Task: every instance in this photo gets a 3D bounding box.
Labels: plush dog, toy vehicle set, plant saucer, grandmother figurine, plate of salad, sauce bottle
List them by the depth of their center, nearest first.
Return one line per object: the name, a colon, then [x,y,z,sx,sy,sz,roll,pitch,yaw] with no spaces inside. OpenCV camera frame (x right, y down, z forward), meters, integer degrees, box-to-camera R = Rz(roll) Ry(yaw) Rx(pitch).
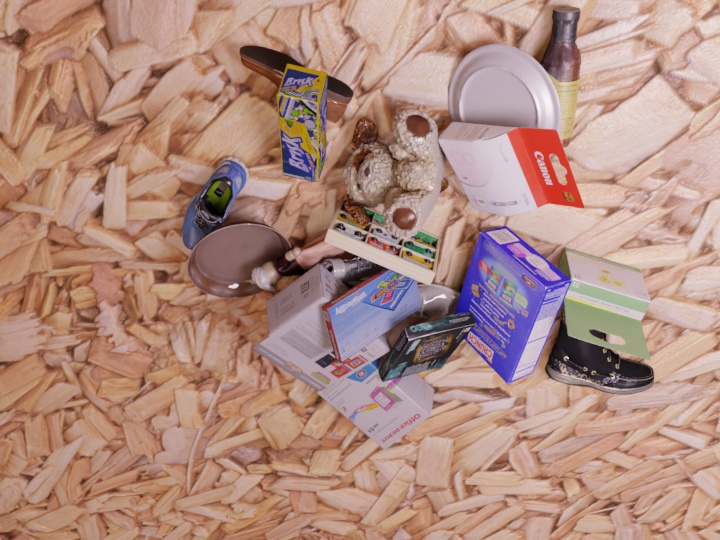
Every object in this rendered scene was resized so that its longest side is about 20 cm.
sauce bottle: [0.302,-0.292,1.078,0.064,0.066,0.205,3,118,9]
plate of salad: [0.225,-0.253,1.104,0.197,0.048,0.204,27,134,30]
plush dog: [0.050,-0.160,1.182,0.167,0.160,0.207,9,95,22]
toy vehicle set: [0.042,-0.054,1.233,0.195,0.125,0.027,22,123,-3]
grandmother figurine: [-0.110,-0.020,1.301,0.196,0.062,0.122,-24,150,10]
plant saucer: [-0.224,-0.024,1.315,0.194,0.033,0.203,-11,142,-9]

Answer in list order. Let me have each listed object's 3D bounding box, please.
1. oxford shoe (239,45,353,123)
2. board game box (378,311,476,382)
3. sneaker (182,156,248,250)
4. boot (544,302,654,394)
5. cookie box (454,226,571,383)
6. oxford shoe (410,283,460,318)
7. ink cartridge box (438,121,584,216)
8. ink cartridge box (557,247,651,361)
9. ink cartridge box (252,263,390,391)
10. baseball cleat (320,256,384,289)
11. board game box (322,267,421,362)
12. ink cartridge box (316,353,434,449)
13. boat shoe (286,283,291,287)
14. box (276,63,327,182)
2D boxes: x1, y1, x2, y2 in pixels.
oxford shoe: [-0.113,-0.300,1.154,0.196,0.072,0.072,27,127,-6]
board game box: [0.116,0.142,1.288,0.132,0.029,0.201,-11,154,-19]
sneaker: [-0.277,-0.112,1.283,0.078,0.090,0.201,32,121,-8]
boot: [0.448,0.139,1.295,0.197,0.074,0.158,6,119,8]
cookie box: [0.254,0.058,1.229,0.074,0.171,0.204,-10,129,-33]
oxford shoe: [0.099,0.061,1.329,0.194,0.058,0.077,8,120,5]
ink cartridge box: [0.231,-0.151,1.099,0.198,0.057,0.164,23,156,48]
ink cartridge box: [0.407,0.050,1.174,0.141,0.202,0.049,16,123,0]
ink cartridge box: [-0.073,0.111,1.279,0.174,0.085,0.199,-33,131,20]
baseball cleat: [0.000,0.000,1.278,0.197,0.071,0.106,-31,149,15]
board game box: [0.024,0.063,1.223,0.019,0.198,0.106,17,129,48]
ink cartridge box: [0.033,0.245,1.433,0.199,0.085,0.144,41,119,-15]
boat shoe: [-0.096,0.102,1.391,0.071,0.072,0.204,9,128,27]
box: [-0.091,-0.231,1.140,0.068,0.066,0.202,12,151,3]
